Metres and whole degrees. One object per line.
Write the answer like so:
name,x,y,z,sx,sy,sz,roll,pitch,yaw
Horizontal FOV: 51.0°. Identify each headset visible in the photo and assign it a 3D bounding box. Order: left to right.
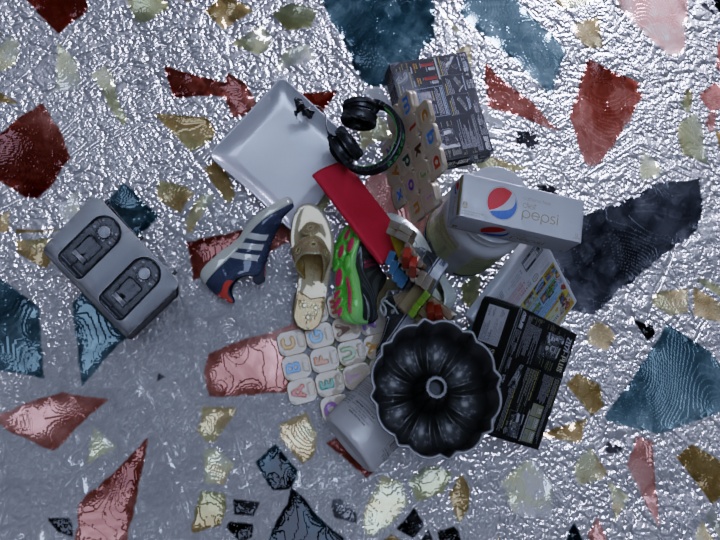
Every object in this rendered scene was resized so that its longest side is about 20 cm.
headset,-0.020,-0.241,1.269,0.197,0.094,0.126,25,87,26

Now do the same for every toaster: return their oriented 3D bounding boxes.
toaster,-0.373,-0.001,1.155,0.119,0.200,0.181,-44,95,-14

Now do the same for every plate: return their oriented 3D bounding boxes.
plate,-0.128,-0.202,1.321,0.199,0.032,0.201,40,74,0

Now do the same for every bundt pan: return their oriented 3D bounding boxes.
bundt pan,0.107,0.180,1.118,0.196,0.076,0.207,2,70,-5

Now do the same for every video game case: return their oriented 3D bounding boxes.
video game case,0.278,0.064,1.292,0.201,0.023,0.183,-49,123,-18

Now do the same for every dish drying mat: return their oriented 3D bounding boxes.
dish drying mat,0.002,-0.098,1.270,0.076,0.018,0.202,-25,70,-36

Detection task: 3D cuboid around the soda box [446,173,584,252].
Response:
soda box,0.233,-0.085,1.137,0.195,0.064,0.070,11,75,-8

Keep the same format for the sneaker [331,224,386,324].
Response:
sneaker,0.000,0.000,1.282,0.083,0.076,0.205,24,59,-38

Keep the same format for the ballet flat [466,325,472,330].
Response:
ballet flat,0.243,0.073,1.322,0.062,0.067,0.201,44,75,-27

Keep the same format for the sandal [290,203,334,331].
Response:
sandal,-0.076,-0.011,1.243,0.075,0.070,0.218,4,81,-14

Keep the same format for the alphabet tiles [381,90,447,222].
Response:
alphabet tiles,0.089,-0.191,1.274,0.014,0.195,0.205,-8,77,-23

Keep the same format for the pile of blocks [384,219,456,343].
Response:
pile of blocks,0.078,0.015,1.179,0.081,0.062,0.204,-27,79,9

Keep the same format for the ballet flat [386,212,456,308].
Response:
ballet flat,0.094,-0.013,1.294,0.069,0.069,0.202,-35,87,-16

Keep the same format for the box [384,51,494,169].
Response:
box,0.143,-0.288,1.383,0.154,0.050,0.205,-12,80,-13

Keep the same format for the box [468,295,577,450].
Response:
box,0.244,0.166,1.221,0.162,0.085,0.205,21,87,-38

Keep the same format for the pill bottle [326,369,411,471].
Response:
pill bottle,0.050,0.209,1.205,0.199,0.114,0.115,-41,87,-17

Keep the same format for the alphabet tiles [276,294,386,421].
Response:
alphabet tiles,-0.038,0.143,1.267,0.191,0.015,0.205,-11,80,-13

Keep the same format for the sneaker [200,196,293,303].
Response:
sneaker,-0.169,-0.030,1.245,0.200,0.075,0.085,-45,90,2

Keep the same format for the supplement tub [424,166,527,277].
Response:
supplement tub,0.195,-0.079,1.266,0.141,0.200,0.149,2,76,-10

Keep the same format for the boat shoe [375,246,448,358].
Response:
boat shoe,0.068,0.057,1.244,0.067,0.073,0.202,32,107,9
